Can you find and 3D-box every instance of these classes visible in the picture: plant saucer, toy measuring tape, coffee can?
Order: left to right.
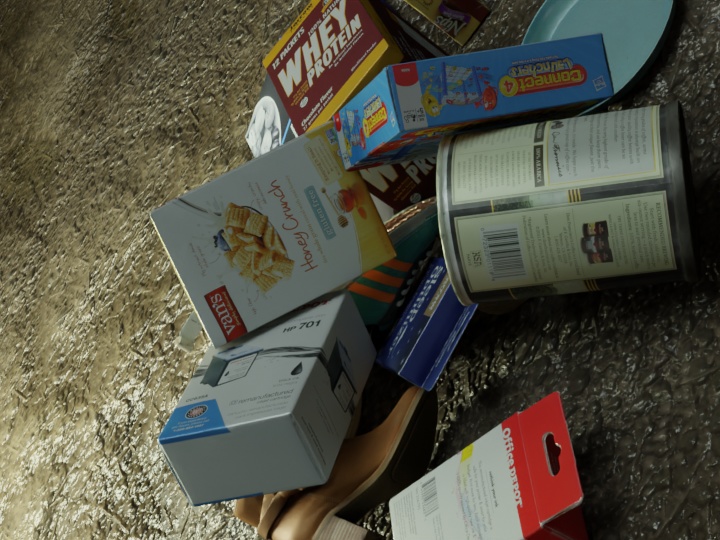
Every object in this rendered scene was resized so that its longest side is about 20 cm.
[{"bbox_3d":[-0.150,0.025,1.694,0.201,0.073,0.074,-54,34,8],"label":"toy measuring tape"},{"bbox_3d":[0.175,-0.054,1.186,0.197,0.147,0.148,-6,54,16],"label":"coffee can"},{"bbox_3d":[0.237,-0.232,1.422,0.199,0.027,0.202,-33,42,35],"label":"plant saucer"}]

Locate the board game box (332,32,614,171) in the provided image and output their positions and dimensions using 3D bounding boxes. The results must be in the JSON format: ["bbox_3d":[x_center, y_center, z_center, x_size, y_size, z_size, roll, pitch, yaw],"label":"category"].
[{"bbox_3d":[0.094,-0.146,1.266,0.196,0.197,0.057,158,101,-75],"label":"board game box"}]

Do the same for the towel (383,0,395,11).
[{"bbox_3d":[-0.015,-0.280,1.777,0.148,0.049,0.201,-47,37,12],"label":"towel"}]

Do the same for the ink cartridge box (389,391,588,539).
[{"bbox_3d":[0.119,0.204,1.197,0.199,0.067,0.117,-38,39,29],"label":"ink cartridge box"}]

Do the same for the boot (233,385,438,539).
[{"bbox_3d":[-0.022,0.179,1.350,0.154,0.077,0.202,19,79,32],"label":"boot"}]

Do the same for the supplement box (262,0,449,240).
[{"bbox_3d":[0.029,-0.175,1.493,0.133,0.199,0.198,-47,35,16],"label":"supplement box"}]

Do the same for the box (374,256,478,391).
[{"bbox_3d":[0.066,0.046,1.351,0.122,0.032,0.200,-61,8,-3],"label":"box"}]

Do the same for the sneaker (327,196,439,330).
[{"bbox_3d":[0.023,0.008,1.433,0.199,0.080,0.071,-39,11,6],"label":"sneaker"}]

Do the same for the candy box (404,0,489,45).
[{"bbox_3d":[0.060,-0.348,1.665,0.057,0.116,0.200,-51,35,11],"label":"candy box"}]

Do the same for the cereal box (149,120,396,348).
[{"bbox_3d":[-0.083,-0.035,1.355,0.198,0.145,0.040,-27,9,-6],"label":"cereal box"}]

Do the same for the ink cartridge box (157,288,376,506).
[{"bbox_3d":[-0.082,0.116,1.335,0.145,0.087,0.201,-14,29,23],"label":"ink cartridge box"}]

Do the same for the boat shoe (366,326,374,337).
[{"bbox_3d":[0.000,0.000,1.512,0.072,0.072,0.202,-22,52,30],"label":"boat shoe"}]

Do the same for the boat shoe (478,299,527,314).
[{"bbox_3d":[0.172,-0.042,1.321,0.200,0.071,0.065,-46,39,29],"label":"boat shoe"}]

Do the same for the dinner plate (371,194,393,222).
[{"bbox_3d":[-0.060,-0.048,1.521,0.197,0.024,0.202,-13,50,15],"label":"dinner plate"}]

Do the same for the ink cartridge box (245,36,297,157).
[{"bbox_3d":[-0.071,-0.193,1.715,0.202,0.043,0.199,-67,30,28],"label":"ink cartridge box"}]

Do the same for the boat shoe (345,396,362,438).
[{"bbox_3d":[-0.046,0.156,1.450,0.073,0.069,0.202,-31,43,34],"label":"boat shoe"}]
